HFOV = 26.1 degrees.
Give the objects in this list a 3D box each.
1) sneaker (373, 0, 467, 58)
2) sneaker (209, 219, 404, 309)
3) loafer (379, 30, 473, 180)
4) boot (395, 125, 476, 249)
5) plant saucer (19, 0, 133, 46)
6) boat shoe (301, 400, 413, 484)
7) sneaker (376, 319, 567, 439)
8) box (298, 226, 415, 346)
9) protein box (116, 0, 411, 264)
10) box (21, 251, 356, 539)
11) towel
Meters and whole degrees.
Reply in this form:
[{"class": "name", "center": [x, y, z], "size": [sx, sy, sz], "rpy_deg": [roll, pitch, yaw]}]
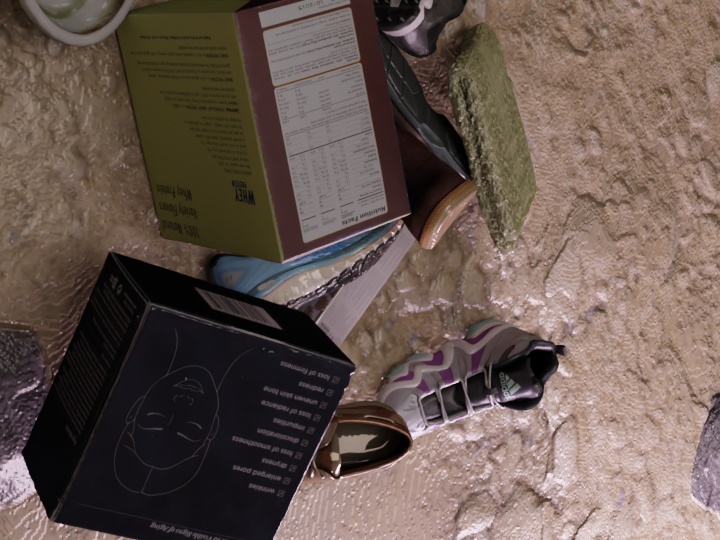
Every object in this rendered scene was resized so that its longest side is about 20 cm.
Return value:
[{"class": "sneaker", "center": [0.070, -0.288, 1.482], "size": [0.091, 0.066, 0.200], "rpy_deg": [50, 54, -52]}, {"class": "sneaker", "center": [-0.047, -0.024, 1.406], "size": [0.200, 0.078, 0.090], "rpy_deg": [-28, 80, -22]}, {"class": "loafer", "center": [0.034, -0.147, 1.472], "size": [0.200, 0.063, 0.072], "rpy_deg": [51, 28, -28]}, {"class": "boot", "center": [0.017, -0.098, 1.362], "size": [0.166, 0.200, 0.072], "rpy_deg": [38, 98, -4]}, {"class": "plant saucer", "center": [-0.237, -0.278, 1.224], "size": [0.200, 0.050, 0.201], "rpy_deg": [5, 90, -68]}, {"class": "boat shoe", "center": [-0.043, 0.161, 1.434], "size": [0.200, 0.072, 0.076], "rpy_deg": [-11, 103, -22]}, {"class": "sneaker", "center": [0.119, 0.113, 1.522], "size": [0.200, 0.140, 0.078], "rpy_deg": [-35, 116, -30]}, {"class": "box", "center": [0.000, 0.000, 1.480], "size": [0.041, 0.039, 0.200], "rpy_deg": [47, 68, -33]}, {"class": "protein box", "center": [-0.083, -0.130, 1.296], "size": [0.135, 0.198, 0.200], "rpy_deg": [-21, 109, -33]}, {"class": "box", "center": [-0.144, 0.117, 1.287], "size": [0.200, 0.124, 0.197], "rpy_deg": [19, 101, -30]}, {"class": "towel", "center": [0.129, -0.130, 1.525], "size": [0.148, 0.036, 0.200], "rpy_deg": [-62, 138, -60]}]
